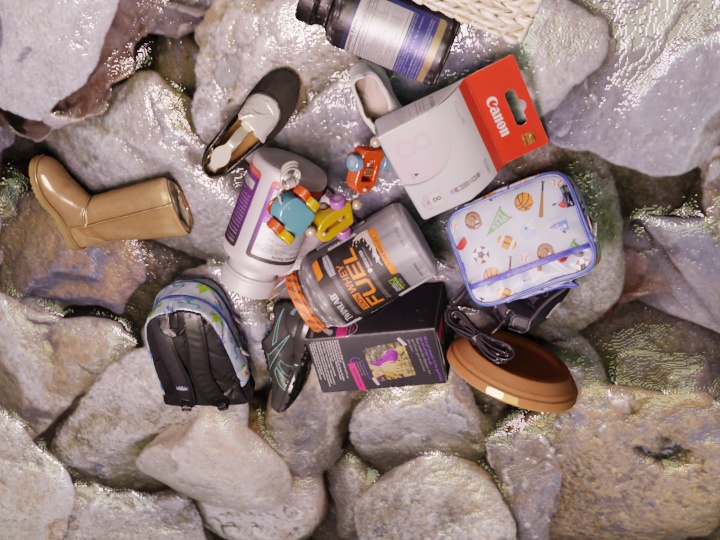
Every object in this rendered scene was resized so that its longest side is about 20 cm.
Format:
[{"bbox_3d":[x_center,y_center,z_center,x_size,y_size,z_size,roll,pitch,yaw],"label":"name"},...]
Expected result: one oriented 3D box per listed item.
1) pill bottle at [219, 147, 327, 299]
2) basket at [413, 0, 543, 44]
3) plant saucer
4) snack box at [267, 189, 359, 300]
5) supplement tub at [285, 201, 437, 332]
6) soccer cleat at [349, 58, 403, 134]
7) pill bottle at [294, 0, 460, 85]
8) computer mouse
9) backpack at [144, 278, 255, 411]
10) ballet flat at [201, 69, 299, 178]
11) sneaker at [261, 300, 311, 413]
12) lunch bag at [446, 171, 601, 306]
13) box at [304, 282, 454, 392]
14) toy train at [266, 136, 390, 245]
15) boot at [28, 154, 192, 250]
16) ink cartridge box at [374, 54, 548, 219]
[{"bbox_3d":[-0.132,-0.064,1.416,0.111,0.112,0.201,23,111,-3],"label":"pill bottle"},{"bbox_3d":[0.142,-0.396,1.140,0.197,0.200,0.161,22,128,-2],"label":"basket"},{"bbox_3d":[0.224,0.138,1.433,0.199,0.200,0.038,18,109,1],"label":"plant saucer"},{"bbox_3d":[-0.095,-0.036,1.493,0.200,0.024,0.072,-39,104,27],"label":"snack box"},{"bbox_3d":[0.000,0.000,1.416,0.199,0.123,0.123,-31,111,10],"label":"supplement tub"},{"bbox_3d":[0.045,-0.195,1.342,0.069,0.078,0.200,-27,112,24],"label":"soccer cleat"},{"bbox_3d":[0.024,-0.322,1.253,0.199,0.112,0.112,23,122,-2],"label":"pill bottle"},{"bbox_3d":[0.218,0.040,1.431,0.140,0.200,0.046,31,163,35],"label":"computer mouse"},{"bbox_3d":[-0.262,0.111,1.558,0.162,0.155,0.201,-4,141,16],"label":"backpack"},{"bbox_3d":[-0.157,-0.196,1.387,0.068,0.068,0.200,40,119,-8],"label":"ballet flat"},{"bbox_3d":[-0.119,0.136,1.583,0.079,0.075,0.201,23,116,13],"label":"sneaker"},{"bbox_3d":[0.230,-0.040,1.361,0.199,0.075,0.161,-20,84,21],"label":"lunch bag"},{"bbox_3d":[0.032,0.101,1.490,0.198,0.123,0.107,-6,122,14],"label":"box"},{"bbox_3d":[-0.053,-0.111,1.324,0.056,0.199,0.151,34,122,36],"label":"toy train"},{"bbox_3d":[-0.373,-0.115,1.485,0.199,0.066,0.176,-9,130,17],"label":"boot"},{"bbox_3d":[0.139,-0.172,1.309,0.199,0.057,0.163,-21,132,14],"label":"ink cartridge box"}]
